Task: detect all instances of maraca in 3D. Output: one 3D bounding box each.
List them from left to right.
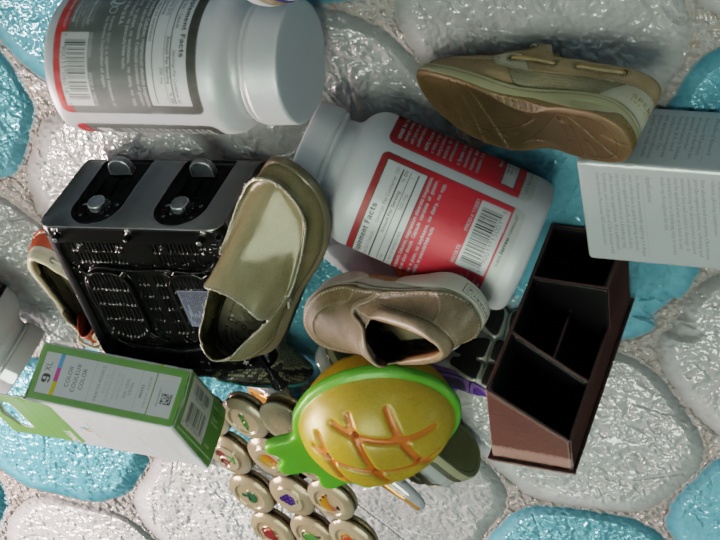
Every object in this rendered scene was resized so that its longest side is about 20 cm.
[{"bbox_3d":[0.002,0.135,1.677,0.137,0.108,0.200,24,139,-22],"label":"maraca"}]

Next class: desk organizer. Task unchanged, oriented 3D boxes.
[{"bbox_3d":[0.159,0.058,1.557,0.071,0.201,0.077,8,135,18],"label":"desk organizer"}]

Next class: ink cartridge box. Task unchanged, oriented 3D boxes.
[{"bbox_3d":[-0.231,0.115,1.747,0.199,0.060,0.104,9,158,18],"label":"ink cartridge box"}]

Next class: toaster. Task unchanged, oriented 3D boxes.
[{"bbox_3d":[-0.151,-0.003,1.702,0.180,0.119,0.201,2,134,25],"label":"toaster"}]

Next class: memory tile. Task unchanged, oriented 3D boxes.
[{"bbox_3d":[-0.073,0.190,1.813,0.153,0.017,0.201,0,129,39],"label":"memory tile"}]

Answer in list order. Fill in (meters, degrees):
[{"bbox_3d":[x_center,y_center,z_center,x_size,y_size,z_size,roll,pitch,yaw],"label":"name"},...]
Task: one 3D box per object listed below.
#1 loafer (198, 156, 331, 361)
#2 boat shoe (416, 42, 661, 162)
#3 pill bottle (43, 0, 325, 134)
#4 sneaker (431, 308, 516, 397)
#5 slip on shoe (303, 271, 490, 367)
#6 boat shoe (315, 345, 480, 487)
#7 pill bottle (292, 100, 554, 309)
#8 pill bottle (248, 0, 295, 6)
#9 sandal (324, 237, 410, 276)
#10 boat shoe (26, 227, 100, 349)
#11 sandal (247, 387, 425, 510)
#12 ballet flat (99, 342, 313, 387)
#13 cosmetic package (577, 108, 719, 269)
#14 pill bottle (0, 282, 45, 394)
[{"bbox_3d":[-0.078,0.001,1.545,0.076,0.067,0.201,29,130,17],"label":"loafer"},{"bbox_3d":[0.133,-0.132,1.475,0.199,0.065,0.071,18,151,35],"label":"boat shoe"},{"bbox_3d":[-0.135,-0.164,1.530,0.199,0.114,0.114,3,135,23],"label":"pill bottle"},{"bbox_3d":[0.095,0.076,1.717,0.199,0.081,0.084,16,153,24],"label":"sneaker"},{"bbox_3d":[0.017,0.047,1.564,0.199,0.061,0.076,-3,131,47],"label":"slip on shoe"},{"bbox_3d":[0.021,0.134,1.796,0.068,0.075,0.200,-26,118,37],"label":"boat shoe"},{"bbox_3d":[0.044,-0.056,1.558,0.199,0.113,0.113,24,139,1],"label":"pill bottle"},{"bbox_3d":[-0.002,-0.260,1.365,0.199,0.116,0.116,-10,129,34],"label":"pill bottle"},{"bbox_3d":[0.003,-0.006,1.654,0.206,0.079,0.059,39,143,-6],"label":"sandal"},{"bbox_3d":[-0.250,0.035,1.833,0.071,0.063,0.201,-4,133,26],"label":"boat shoe"},{"bbox_3d":[-0.035,0.176,1.828,0.206,0.059,0.079,34,172,17],"label":"sandal"},{"bbox_3d":[-0.143,0.070,1.802,0.198,0.068,0.076,0,113,2],"label":"ballet flat"},{"bbox_3d":[0.271,-0.060,1.476,0.199,0.071,0.102,6,136,20],"label":"cosmetic package"},{"bbox_3d":[-0.406,0.038,1.872,0.199,0.113,0.112,33,138,-9],"label":"pill bottle"}]
